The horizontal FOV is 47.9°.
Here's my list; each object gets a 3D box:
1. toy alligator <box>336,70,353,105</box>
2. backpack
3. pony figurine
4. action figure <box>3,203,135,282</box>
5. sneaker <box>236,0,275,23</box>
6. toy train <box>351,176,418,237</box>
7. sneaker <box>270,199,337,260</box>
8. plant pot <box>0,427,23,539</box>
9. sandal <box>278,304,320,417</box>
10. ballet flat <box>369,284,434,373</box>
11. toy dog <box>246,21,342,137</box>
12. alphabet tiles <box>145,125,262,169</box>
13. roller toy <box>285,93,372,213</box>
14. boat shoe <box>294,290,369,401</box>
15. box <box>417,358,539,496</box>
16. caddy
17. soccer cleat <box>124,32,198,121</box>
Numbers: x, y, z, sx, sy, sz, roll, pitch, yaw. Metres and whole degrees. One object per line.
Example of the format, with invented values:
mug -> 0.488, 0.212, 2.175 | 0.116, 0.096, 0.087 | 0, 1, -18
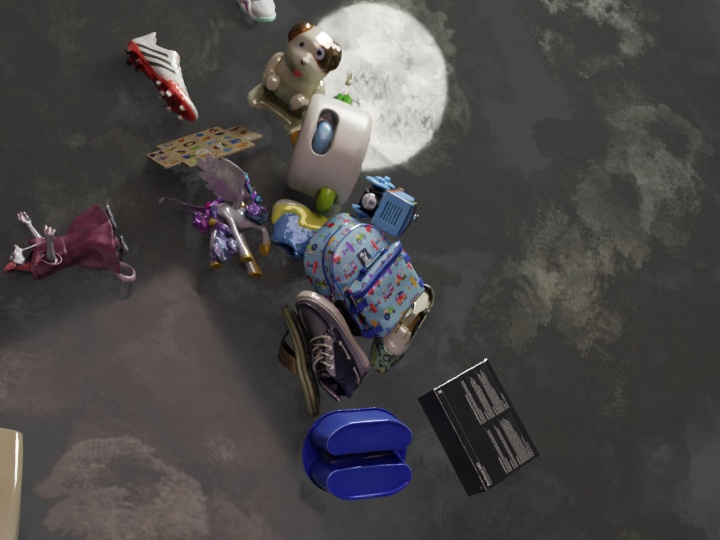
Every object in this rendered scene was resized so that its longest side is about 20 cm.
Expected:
toy alligator -> -0.045, -0.320, 1.671 | 0.053, 0.059, 0.204 | -7, 65, 20
backpack -> 0.000, 0.000, 1.474 | 0.182, 0.133, 0.202 | -42, 114, -29
pony figurine -> -0.244, -0.101, 1.462 | 0.192, 0.165, 0.204 | 14, 55, -51
action figure -> -0.500, -0.030, 1.365 | 0.197, 0.134, 0.151 | -25, 122, -16
sneaker -> -0.224, -0.626, 1.673 | 0.077, 0.140, 0.202 | -25, 79, -28
toy train -> 0.053, -0.123, 1.553 | 0.113, 0.200, 0.088 | 31, 101, 6
sneaker -> -0.083, -0.058, 1.545 | 0.196, 0.076, 0.107 | 17, 79, -10
plant pot -> -0.564, 0.320, 1.131 | 0.196, 0.201, 0.180 | 15, 53, -15
sandal -> -0.116, 0.160, 1.434 | 0.056, 0.080, 0.205 | -14, 78, 8
ballet flat -> 0.081, 0.102, 1.536 | 0.074, 0.074, 0.202 | 34, 61, -5
toy dog -> -0.108, -0.386, 1.586 | 0.139, 0.200, 0.194 | 44, 61, 0
alphabet tiles -> -0.288, -0.229, 1.494 | 0.197, 0.166, 0.006 | -24, 121, -27
roller toy -> -0.065, -0.229, 1.520 | 0.137, 0.185, 0.201 | 18, 32, -8
boat shoe -> -0.059, 0.136, 1.424 | 0.201, 0.074, 0.093 | 53, 40, -19
box -> 0.218, 0.291, 1.506 | 0.139, 0.079, 0.203 | -22, 78, -30
caddy -> -0.001, 0.314, 1.398 | 0.196, 0.105, 0.145 | 0, 91, -22
soccer cleat -> -0.367, -0.374, 1.558 | 0.085, 0.069, 0.200 | -40, 82, -25
